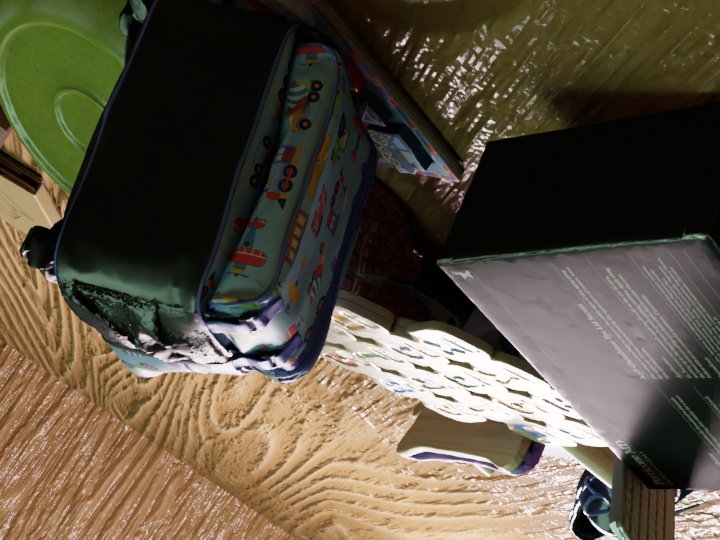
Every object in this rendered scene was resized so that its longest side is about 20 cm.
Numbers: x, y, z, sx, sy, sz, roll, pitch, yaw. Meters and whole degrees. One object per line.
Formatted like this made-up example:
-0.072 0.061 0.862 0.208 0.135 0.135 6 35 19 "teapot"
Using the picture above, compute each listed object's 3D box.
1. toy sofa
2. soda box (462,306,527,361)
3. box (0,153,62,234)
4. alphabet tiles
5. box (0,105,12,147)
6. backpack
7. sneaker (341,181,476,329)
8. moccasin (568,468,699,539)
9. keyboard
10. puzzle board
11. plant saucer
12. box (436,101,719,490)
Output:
0.114 0.117 1.054 0.083 0.098 0.200 38 163 -17 "toy sofa"
0.110 0.034 0.882 0.068 0.064 0.200 34 164 -1 "soda box"
-0.385 -0.091 1.558 0.163 0.021 0.200 31 164 9 "box"
0.054 0.059 0.874 0.199 0.015 0.195 26 164 -17 "alphabet tiles"
-0.390 -0.118 1.360 0.100 0.075 0.200 39 155 -11 "box"
-0.069 -0.024 0.787 0.134 0.183 0.200 13 159 14 "backpack"
0.000 0.000 0.967 0.075 0.081 0.200 16 157 52 "sneaker"
0.200 0.169 1.090 0.080 0.068 0.200 31 164 10 "moccasin"
0.158 0.101 0.810 0.011 0.200 0.056 -31 106 25 "keyboard"
-0.046 -0.120 0.820 0.150 0.017 0.200 16 156 47 "puzzle board"
-0.162 -0.098 0.924 0.199 0.031 0.201 26 141 23 "plant saucer"
0.153 0.021 0.683 0.141 0.079 0.200 -8 138 42 "box"
